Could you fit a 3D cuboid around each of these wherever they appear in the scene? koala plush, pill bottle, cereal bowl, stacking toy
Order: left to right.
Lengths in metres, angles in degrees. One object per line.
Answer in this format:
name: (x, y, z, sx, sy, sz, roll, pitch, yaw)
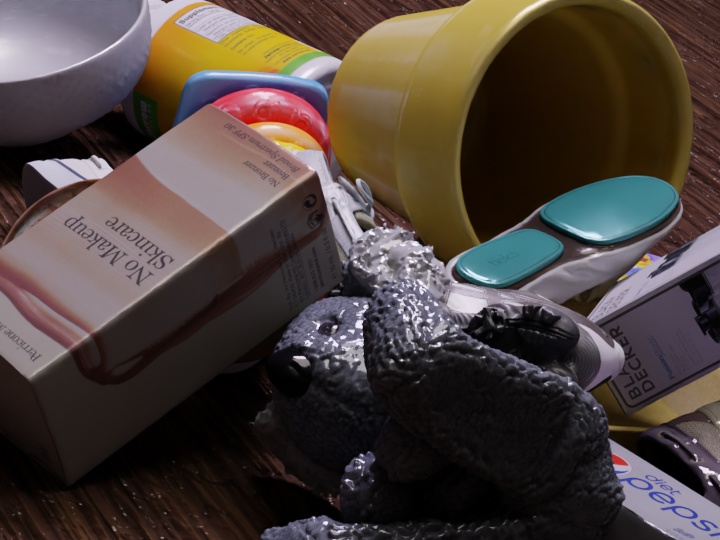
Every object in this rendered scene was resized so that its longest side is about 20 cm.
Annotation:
cereal bowl: (-0.244, -0.146, 1.886, 0.200, 0.083, 0.200, -3, 31, 2)
pill bottle: (-0.106, -0.134, 1.949, 0.200, 0.111, 0.111, 26, 22, 31)
stacking toy: (-0.058, -0.038, 1.762, 0.110, 0.116, 0.200, 4, 33, -19)
koala plush: (0.019, 0.080, 1.385, 0.184, 0.177, 0.200, 15, 15, -36)

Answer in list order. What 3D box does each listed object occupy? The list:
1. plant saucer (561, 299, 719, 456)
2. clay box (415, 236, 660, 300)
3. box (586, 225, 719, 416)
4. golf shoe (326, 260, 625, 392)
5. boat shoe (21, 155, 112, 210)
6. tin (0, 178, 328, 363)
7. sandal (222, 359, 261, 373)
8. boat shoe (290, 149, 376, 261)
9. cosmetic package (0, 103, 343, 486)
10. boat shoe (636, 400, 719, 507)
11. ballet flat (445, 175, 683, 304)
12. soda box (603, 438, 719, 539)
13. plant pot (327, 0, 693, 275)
plant saucer: (0.137, 0.075, 1.637, 0.200, 0.048, 0.200, 4, 21, -26)
clay box: (0.111, 0.002, 1.822, 0.200, 0.048, 0.115, 17, 20, 5)
box: (0.234, 0.002, 1.558, 0.060, 0.200, 0.117, 58, 24, -4)
golf shoe: (0.058, 0.042, 1.518, 0.200, 0.078, 0.094, 15, 7, 37)
boat shoe: (-0.141, -0.026, 1.675, 0.086, 0.075, 0.202, -14, 23, -22)
tin: (-0.114, 0.002, 1.543, 0.200, 0.042, 0.112, 0, 56, 16)
sandal: (-0.067, 0.020, 1.634, 0.050, 0.082, 0.203, 54, 4, -22)
boat shoe: (0.000, 0.000, 1.627, 0.065, 0.074, 0.202, -21, 47, -2)
cosmetic package: (-0.119, 0.010, 1.435, 0.200, 0.087, 0.103, -38, 49, -24)
boat shoe: (0.210, 0.147, 1.469, 0.065, 0.072, 0.200, -15, 38, -8)
ballet flat: (0.120, -0.002, 1.635, 0.069, 0.069, 0.200, 28, 37, 34)
soda box: (0.144, 0.146, 1.413, 0.063, 0.068, 0.200, -4, 26, -43)
plant pot: (0.083, -0.093, 1.744, 0.201, 0.201, 0.189, 0, 10, -36)
